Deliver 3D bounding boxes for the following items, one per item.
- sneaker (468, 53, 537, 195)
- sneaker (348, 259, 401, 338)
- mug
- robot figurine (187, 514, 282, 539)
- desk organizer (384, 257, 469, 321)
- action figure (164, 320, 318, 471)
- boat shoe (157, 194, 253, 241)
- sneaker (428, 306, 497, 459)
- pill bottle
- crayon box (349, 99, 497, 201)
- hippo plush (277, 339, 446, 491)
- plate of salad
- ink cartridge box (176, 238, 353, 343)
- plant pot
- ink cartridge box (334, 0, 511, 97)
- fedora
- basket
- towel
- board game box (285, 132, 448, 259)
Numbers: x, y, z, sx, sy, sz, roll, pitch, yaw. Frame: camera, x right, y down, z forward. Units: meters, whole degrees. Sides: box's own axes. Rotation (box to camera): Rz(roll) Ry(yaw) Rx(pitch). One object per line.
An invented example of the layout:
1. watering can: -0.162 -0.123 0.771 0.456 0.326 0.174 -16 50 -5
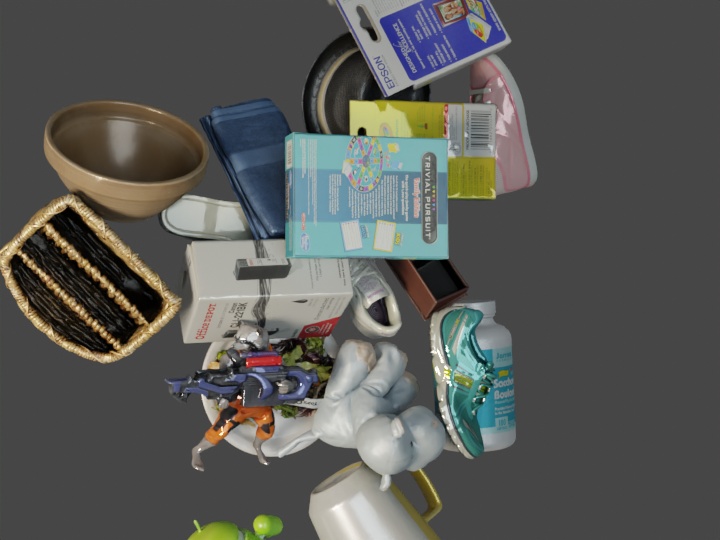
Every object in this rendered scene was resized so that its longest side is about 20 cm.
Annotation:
1. sneaker: 0.170 -0.196 1.806 0.104 0.075 0.201 -22 103 -23
2. sneaker: 0.000 0.000 1.740 0.075 0.100 0.200 -33 100 -13
3. mug: 0.013 0.336 1.752 0.149 0.187 0.153 -31 93 17
4. robot figurine: -0.149 0.400 1.688 0.200 0.116 0.176 32 86 -17
5. desk organizer: 0.067 -0.042 1.738 0.072 0.077 0.200 -30 79 -16
6. action figure: -0.167 0.153 1.640 0.200 0.105 0.194 8 108 -29
7. boat shoe: -0.166 -0.054 1.700 0.199 0.062 0.075 8 90 -17
8. sneaker: 0.139 0.146 1.700 0.079 0.077 0.201 -9 90 14
9. pill bottle: 0.154 0.142 1.790 0.111 0.111 0.201 -4 93 -19
10. crayon box: 0.075 -0.155 1.687 0.199 0.051 0.127 1 91 -17
11. hippo plush: 0.023 0.183 1.683 0.200 0.161 0.160 -4 108 -33
12. plate of salad: -0.111 0.148 1.732 0.200 0.048 0.201 0 91 -19
13. ink cartridge box: -0.125 0.026 1.661 0.199 0.144 0.084 -1 65 -16
14. plant pot: -0.292 -0.123 1.612 0.200 0.201 0.093 4 124 -19
15. ink cartridge box: 0.067 -0.342 1.710 0.200 0.047 0.198 -26 86 -17
16. fedora: 0.020 -0.230 1.743 0.200 0.092 0.201 0 91 -19
17. basket: -0.341 0.020 1.596 0.143 0.149 0.200 -46 105 -13
18. towel: -0.119 -0.128 1.680 0.111 0.049 0.200 -14 66 -32
19. board game box: 0.008 -0.089 1.616 0.199 0.047 0.151 1 88 -17
